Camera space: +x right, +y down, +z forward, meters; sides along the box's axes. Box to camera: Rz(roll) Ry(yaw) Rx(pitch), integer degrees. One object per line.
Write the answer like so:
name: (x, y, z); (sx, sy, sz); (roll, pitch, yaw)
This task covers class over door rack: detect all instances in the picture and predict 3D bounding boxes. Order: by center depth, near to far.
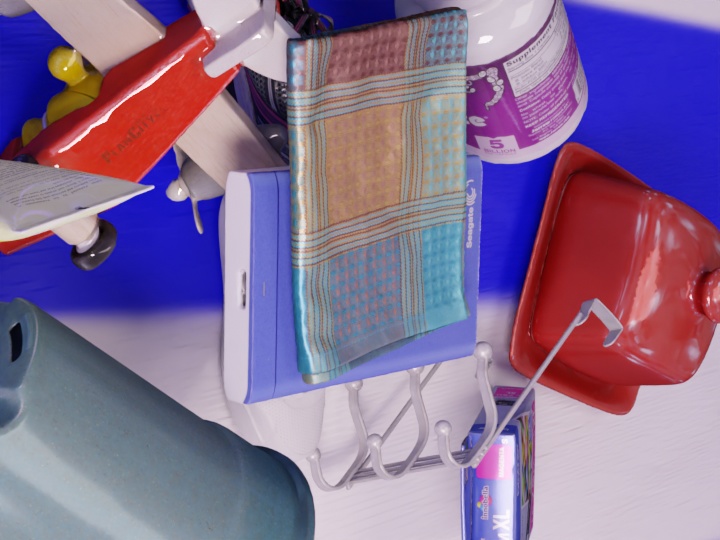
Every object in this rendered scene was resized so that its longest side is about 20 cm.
over door rack: (0.067, 0.077, 1.142); (0.200, 0.148, 0.067); (-36, 102, -40)

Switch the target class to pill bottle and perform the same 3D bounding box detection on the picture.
pill bottle: (0.087, -0.168, 1.130); (0.112, 0.112, 0.200); (-65, 152, -20)

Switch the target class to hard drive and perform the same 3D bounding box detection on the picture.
hard drive: (0.000, 0.000, 0.984); (0.200, 0.025, 0.132); (-9, 104, -46)

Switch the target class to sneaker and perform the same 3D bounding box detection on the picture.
sneaker: (-0.054, -0.159, 1.030); (0.081, 0.075, 0.200); (-23, 98, -43)
sneaker: (-0.030, 0.041, 1.064); (0.074, 0.116, 0.200); (-23, 113, -46)

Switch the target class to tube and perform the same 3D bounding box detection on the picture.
tube: (-0.194, -0.033, 0.812); (0.052, 0.200, 0.058); (42, 64, -39)

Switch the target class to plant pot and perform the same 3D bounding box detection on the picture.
plant pot: (-0.161, 0.128, 0.888); (0.196, 0.200, 0.200); (46, 62, -31)

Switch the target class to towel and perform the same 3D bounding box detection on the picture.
towel: (0.014, -0.045, 0.943); (0.147, 0.022, 0.200); (-20, 117, -44)

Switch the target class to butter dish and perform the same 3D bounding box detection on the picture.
butter dish: (0.238, 0.014, 1.327); (0.200, 0.148, 0.200); (25, 76, -46)

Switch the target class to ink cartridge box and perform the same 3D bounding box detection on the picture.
ink cartridge box: (0.104, 0.163, 1.211); (0.200, 0.042, 0.119); (-28, 119, -75)

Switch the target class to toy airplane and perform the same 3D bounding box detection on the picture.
toy airplane: (-0.124, -0.109, 0.924); (0.199, 0.141, 0.200); (-4, 118, -18)
